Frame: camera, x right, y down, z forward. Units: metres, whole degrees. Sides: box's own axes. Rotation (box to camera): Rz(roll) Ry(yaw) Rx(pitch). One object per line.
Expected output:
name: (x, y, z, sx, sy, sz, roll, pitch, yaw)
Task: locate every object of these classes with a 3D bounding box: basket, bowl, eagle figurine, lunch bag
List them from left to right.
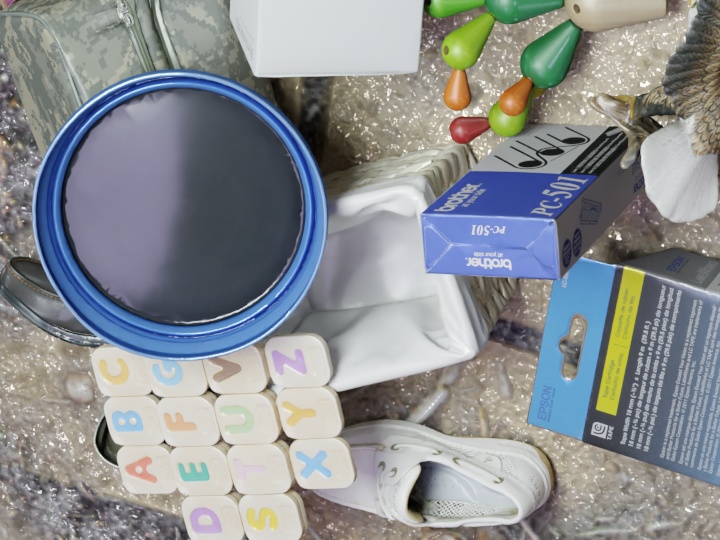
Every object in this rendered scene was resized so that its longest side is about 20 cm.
lunch bag: (-0.145, -0.133, 1.695, 0.139, 0.167, 0.201, 7, 120, 62)
bowl: (-0.121, -0.039, 1.605, 0.200, 0.039, 0.202, 0, 105, 0)
basket: (0.000, 0.000, 1.697, 0.199, 0.123, 0.136, -13, 105, 30)
eagle figurine: (0.244, -0.139, 1.521, 0.200, 0.152, 0.151, -40, 77, 35)

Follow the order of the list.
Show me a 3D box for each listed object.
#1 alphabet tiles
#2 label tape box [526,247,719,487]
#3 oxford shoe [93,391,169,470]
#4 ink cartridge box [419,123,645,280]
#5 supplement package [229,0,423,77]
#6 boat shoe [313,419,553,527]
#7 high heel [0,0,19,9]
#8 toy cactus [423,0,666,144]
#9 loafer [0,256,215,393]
alphabet tiles: (-0.101, 0.106, 1.709, 0.195, 0.015, 0.201, -3, 111, 27)
label tape box: (0.229, 0.065, 1.651, 0.199, 0.063, 0.145, 18, 117, 18)
oxford shoe: (-0.143, 0.071, 1.766, 0.075, 0.058, 0.201, 30, 111, 4)
ink cartridge box: (0.120, -0.048, 1.576, 0.094, 0.200, 0.044, 3, 112, 24)
supplement package: (-0.021, -0.243, 1.583, 0.117, 0.117, 0.201, -3, 117, -12)
boat shoe: (0.041, 0.158, 1.773, 0.199, 0.069, 0.071, -1, 112, 26)
high heel: (-0.198, -0.168, 1.756, 0.096, 0.067, 0.201, -29, 84, 41)
toy cactus: (0.123, -0.182, 1.599, 0.164, 0.102, 0.201, -1, 109, 5)
loafer: (-0.184, 0.024, 1.828, 0.199, 0.073, 0.073, 20, 114, 5)
